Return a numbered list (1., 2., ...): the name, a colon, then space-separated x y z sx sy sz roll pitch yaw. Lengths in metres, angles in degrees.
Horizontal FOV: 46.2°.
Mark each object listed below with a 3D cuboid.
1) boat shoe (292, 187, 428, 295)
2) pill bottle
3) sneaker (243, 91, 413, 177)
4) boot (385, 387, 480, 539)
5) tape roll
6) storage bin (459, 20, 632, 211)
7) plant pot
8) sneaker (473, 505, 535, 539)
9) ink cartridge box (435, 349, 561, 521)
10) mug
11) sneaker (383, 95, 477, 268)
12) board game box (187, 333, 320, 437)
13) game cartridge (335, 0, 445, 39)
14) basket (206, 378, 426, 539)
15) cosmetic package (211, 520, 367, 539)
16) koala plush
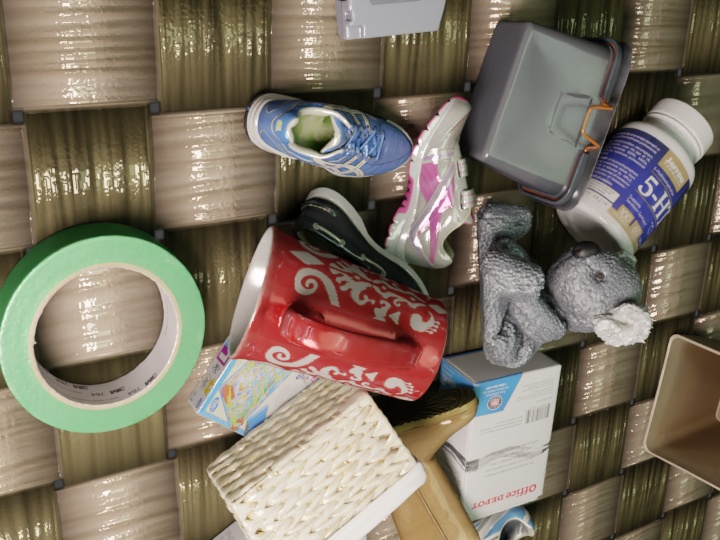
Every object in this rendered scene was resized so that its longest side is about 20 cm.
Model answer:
1. boat shoe: 0.000 0.000 0.932 0.200 0.075 0.061 43 53 -19
2. pill bottle: 0.359 -0.120 1.094 0.200 0.119 0.120 -48 125 -8
3. sneaker: -0.022 -0.133 0.881 0.197 0.077 0.077 3 105 -34
4. boot: 0.103 0.260 1.055 0.172 0.066 0.203 -22 104 21
5. tape roll: -0.253 0.057 0.829 0.197 0.048 0.205 -11 113 -27
6. storage bin: 0.205 -0.187 0.973 0.132 0.145 0.204 14 101 -24
7. plant pot: 0.598 0.217 1.333 0.175 0.198 0.204 -6 112 -41
8. sneaker: 0.162 0.399 1.197 0.198 0.072 0.073 -33 123 -15
9. ink cartridge box: 0.177 0.212 1.127 0.142 0.083 0.204 -8 113 -29
10. mug: -0.021 0.066 0.840 0.196 0.179 0.135 19 123 -16
11. sneaker: 0.094 -0.092 0.948 0.087 0.081 0.204 19 108 8
12. board game box: -0.085 0.094 0.953 0.134 0.034 0.202 35 88 -36
13. game cartridge: 0.034 -0.346 0.863 0.131 0.040 0.204 -11 113 -24
14. basket: -0.053 0.220 0.906 0.199 0.135 0.125 -37 109 -16
15. cosmetic package: -0.101 0.330 0.991 0.199 0.101 0.075 -38 124 -15
16. koala plush: 0.242 0.026 1.010 0.195 0.179 0.187 -3 121 6
